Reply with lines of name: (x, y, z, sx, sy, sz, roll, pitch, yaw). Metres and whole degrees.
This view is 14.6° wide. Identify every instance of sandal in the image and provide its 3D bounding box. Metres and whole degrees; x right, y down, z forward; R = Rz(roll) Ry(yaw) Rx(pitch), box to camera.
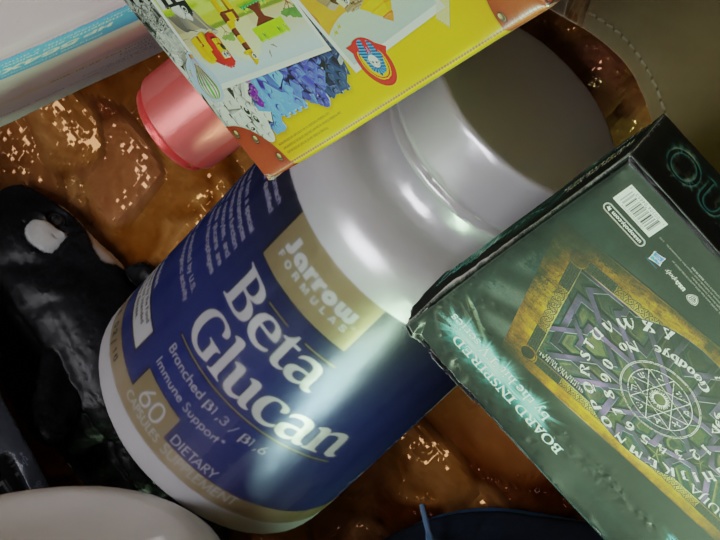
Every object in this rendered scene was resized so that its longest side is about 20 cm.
sandal: (0.127, -0.071, 0.951, 0.078, 0.070, 0.212, -52, 49, 13)

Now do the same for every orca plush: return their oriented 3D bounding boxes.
orca plush: (-0.118, 0.065, 1.152, 0.105, 0.071, 0.201, -10, 100, 35)

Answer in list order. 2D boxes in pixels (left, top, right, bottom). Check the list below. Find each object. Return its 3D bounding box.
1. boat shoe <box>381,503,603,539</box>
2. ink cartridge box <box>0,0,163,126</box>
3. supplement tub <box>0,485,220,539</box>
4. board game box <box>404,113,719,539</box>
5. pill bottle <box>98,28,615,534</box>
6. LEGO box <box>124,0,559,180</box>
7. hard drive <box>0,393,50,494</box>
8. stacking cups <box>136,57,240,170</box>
boat shoe: (0.059, 0.126, 1.059, 0.199, 0.069, 0.084, -14, 98, 35)
ink cartridge box: (-0.123, -0.132, 1.018, 0.129, 0.125, 0.200, 63, 164, 1)
supplement tub: (-0.107, 0.196, 1.035, 0.144, 0.144, 0.201, 6, 113, 31)
board game box: (0.120, 0.057, 0.910, 0.200, 0.028, 0.135, 48, 140, -5)
pill bottle: (0.000, 0.000, 1.029, 0.111, 0.111, 0.200, 51, 125, 8)
LEGO box: (-0.011, -0.127, 0.834, 0.149, 0.077, 0.200, 51, 154, -6)
hard drive: (-0.181, 0.042, 1.160, 0.200, 0.042, 0.135, 61, 166, 3)
stacking cups: (0.009, -0.103, 0.972, 0.200, 0.060, 0.061, -35, 86, 27)
